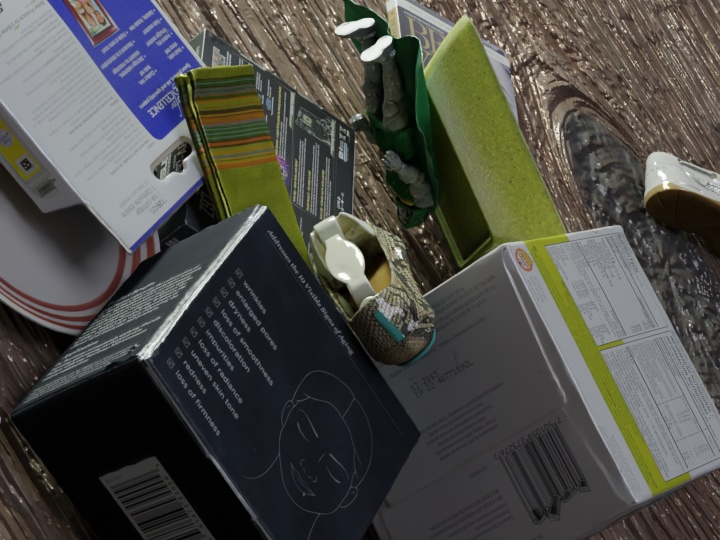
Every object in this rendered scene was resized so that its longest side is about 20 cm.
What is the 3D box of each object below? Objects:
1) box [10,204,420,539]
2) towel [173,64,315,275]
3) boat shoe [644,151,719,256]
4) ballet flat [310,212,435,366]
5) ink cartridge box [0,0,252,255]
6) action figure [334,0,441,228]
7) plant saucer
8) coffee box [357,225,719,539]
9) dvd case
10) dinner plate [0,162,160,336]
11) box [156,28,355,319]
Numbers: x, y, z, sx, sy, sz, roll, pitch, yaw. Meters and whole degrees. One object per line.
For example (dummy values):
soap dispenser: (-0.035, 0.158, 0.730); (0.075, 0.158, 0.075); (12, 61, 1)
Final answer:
box: (-0.086, 0.100, 1.390); (0.200, 0.124, 0.197); (57, 35, -15)
towel: (-0.072, -0.049, 1.531); (0.086, 0.018, 0.200); (-17, 90, -56)
boat shoe: (0.356, -0.064, 2.129); (0.200, 0.071, 0.069); (26, 46, -35)
ballet flat: (0.000, 0.000, 1.503); (0.075, 0.068, 0.200); (47, 5, -23)
ink cartridge box: (-0.186, -0.125, 1.491); (0.200, 0.047, 0.198); (53, 37, -10)
action figure: (0.027, -0.109, 1.710); (0.118, 0.055, 0.200); (51, -16, 45)
plant saucer: (0.086, -0.081, 1.734); (0.048, 0.200, 0.200); (-22, 84, -12)
coffee box: (0.119, 0.105, 1.578); (0.198, 0.200, 0.200); (-11, 71, -59)
dvd case: (0.088, -0.140, 1.909); (0.149, 0.016, 0.200); (24, 46, -38)
dinner plate: (-0.216, -0.042, 1.450); (0.200, 0.024, 0.200); (31, 43, -34)
box: (-0.076, -0.062, 1.620); (0.160, 0.044, 0.200); (32, 42, -32)
